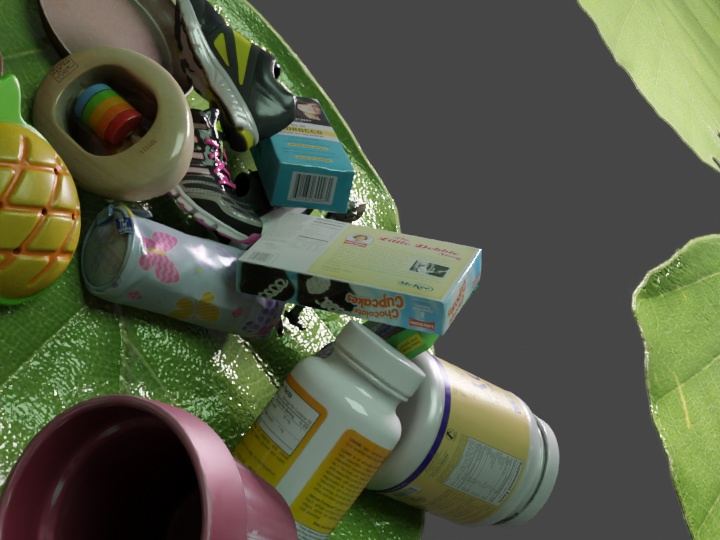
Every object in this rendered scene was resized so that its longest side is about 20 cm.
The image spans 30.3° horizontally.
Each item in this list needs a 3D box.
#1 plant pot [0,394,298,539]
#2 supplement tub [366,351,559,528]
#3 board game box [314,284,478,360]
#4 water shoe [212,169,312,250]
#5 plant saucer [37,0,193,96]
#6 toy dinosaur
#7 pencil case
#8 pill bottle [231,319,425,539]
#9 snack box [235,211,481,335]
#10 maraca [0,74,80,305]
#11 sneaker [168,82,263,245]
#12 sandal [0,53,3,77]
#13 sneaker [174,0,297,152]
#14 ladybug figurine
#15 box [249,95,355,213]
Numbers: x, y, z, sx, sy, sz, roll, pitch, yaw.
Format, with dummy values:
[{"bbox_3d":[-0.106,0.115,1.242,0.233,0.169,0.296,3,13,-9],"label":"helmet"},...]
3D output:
[{"bbox_3d":[-0.145,0.206,1.010,0.179,0.199,0.201,27,41,-57],"label":"plant pot"},{"bbox_3d":[0.089,0.173,1.340,0.199,0.145,0.146,27,43,-34],"label":"supplement tub"},{"bbox_3d":[0.010,0.075,1.279,0.029,0.199,0.135,53,35,-7],"label":"board game box"},{"bbox_3d":[-0.092,-0.081,1.403,0.079,0.072,0.200,46,32,1],"label":"water shoe"},{"bbox_3d":[-0.256,-0.249,1.381,0.200,0.034,0.201,31,40,-30],"label":"plant saucer"},{"bbox_3d":[-0.056,0.007,1.352,0.047,0.088,0.201,26,54,1],"label":"toy dinosaur"},{"bbox_3d":[-0.162,0.003,1.239,0.199,0.083,0.091,20,39,-40],"label":"pencil case"},{"bbox_3d":[-0.035,0.146,1.148,0.111,0.201,0.111,36,2,-1],"label":"pill bottle"},{"bbox_3d":[0.000,0.000,1.216,0.116,0.199,0.037,-49,146,-56],"label":"snack box"},{"bbox_3d":[-0.297,-0.068,1.087,0.137,0.106,0.201,-43,125,-45],"label":"maraca"},{"bbox_3d":[-0.155,-0.112,1.295,0.200,0.087,0.074,46,7,15],"label":"sneaker"},{"bbox_3d":[-0.346,-0.179,1.186,0.054,0.081,0.201,-7,58,-15],"label":"sandal"},{"bbox_3d":[-0.131,-0.211,1.372,0.084,0.075,0.201,-19,69,-20],"label":"sneaker"},{"bbox_3d":[-0.225,-0.132,1.236,0.200,0.136,0.072,44,-8,33],"label":"ladybug figurine"},{"bbox_3d":[-0.068,-0.127,1.399,0.082,0.049,0.200,6,27,-18],"label":"box"}]
